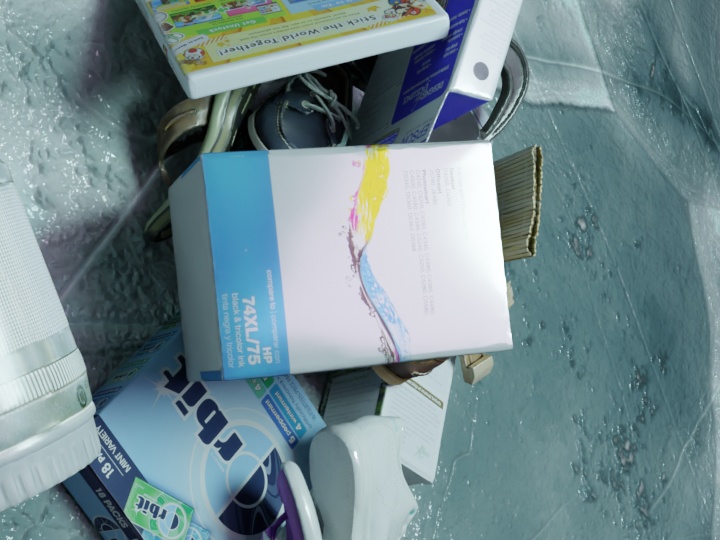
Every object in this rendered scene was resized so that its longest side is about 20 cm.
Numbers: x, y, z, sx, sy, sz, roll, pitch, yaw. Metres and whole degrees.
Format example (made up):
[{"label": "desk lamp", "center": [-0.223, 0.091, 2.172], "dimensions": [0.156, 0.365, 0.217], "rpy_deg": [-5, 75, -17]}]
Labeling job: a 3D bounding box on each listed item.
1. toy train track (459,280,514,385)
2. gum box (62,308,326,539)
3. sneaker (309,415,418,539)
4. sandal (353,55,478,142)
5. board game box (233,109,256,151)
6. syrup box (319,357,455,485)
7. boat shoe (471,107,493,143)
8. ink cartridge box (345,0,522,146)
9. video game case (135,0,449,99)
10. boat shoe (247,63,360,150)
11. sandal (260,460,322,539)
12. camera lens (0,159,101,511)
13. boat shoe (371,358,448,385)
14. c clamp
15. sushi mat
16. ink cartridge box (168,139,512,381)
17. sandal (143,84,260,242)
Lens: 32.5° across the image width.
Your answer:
[{"label": "toy train track", "center": [0.089, 0.012, 1.023], "dimensions": [0.115, 0.033, 0.200], "rpy_deg": [-31, 123, -27]}, {"label": "gum box", "center": [-0.117, 0.132, 0.917], "dimensions": [0.170, 0.045, 0.200], "rpy_deg": [59, 41, -17]}, {"label": "sneaker", "center": [0.009, 0.210, 0.970], "dimensions": [0.088, 0.075, 0.200], "rpy_deg": [-12, 113, -43]}, {"label": "sandal", "center": [0.040, -0.178, 1.101], "dimensions": [0.200, 0.043, 0.076], "rpy_deg": [48, 58, -23]}, {"label": "board game box", "center": [-0.046, -0.029, 1.029], "dimensions": [0.135, 0.028, 0.200], "rpy_deg": [21, 49, -44]}, {"label": "syrup box", "center": [0.029, 0.083, 1.075], "dimensions": [0.081, 0.079, 0.200], "rpy_deg": [38, 51, -34]}, {"label": "boat shoe", "center": [0.072, -0.165, 1.212], "dimensions": [0.200, 0.072, 0.062], "rpy_deg": [42, 43, -36]}, {"label": "ink cartridge box", "center": [0.054, -0.156, 0.978], "dimensions": [0.043, 0.198, 0.200], "rpy_deg": [26, 73, -18]}, {"label": "video game case", "center": [-0.061, -0.206, 0.934], "dimensions": [0.200, 0.182, 0.023], "rpy_deg": [-16, 135, -16]}, {"label": "boat shoe", "center": [-0.039, -0.127, 1.014], "dimensions": [0.075, 0.062, 0.200], "rpy_deg": [46, 20, -9]}, {"label": "sandal", "center": [-0.051, 0.229, 0.899], "dimensions": [0.050, 0.082, 0.203], "rpy_deg": [-14, 124, -15]}, {"label": "camera lens", "center": [-0.250, 0.037, 0.701], "dimensions": [0.160, 0.160, 0.200], "rpy_deg": [-26, 98, -50]}, {"label": "boat shoe", "center": [0.000, 0.000, 0.976], "dimensions": [0.200, 0.070, 0.070], "rpy_deg": [48, 40, -13]}, {"label": "c clamp", "center": [0.064, -0.173, 1.164], "dimensions": [0.200, 0.027, 0.171], "rpy_deg": [20, 89, -25]}, {"label": "sushi mat", "center": [0.111, -0.050, 1.124], "dimensions": [0.012, 0.200, 0.096], "rpy_deg": [8, 81, -20]}, {"label": "ink cartridge box", "center": [-0.018, -0.005, 0.857], "dimensions": [0.200, 0.147, 0.146], "rpy_deg": [-5, 86, -17]}, {"label": "sandal", "center": [-0.123, -0.114, 0.956], "dimensions": [0.057, 0.080, 0.201], "rpy_deg": [22, 79, -2]}]
